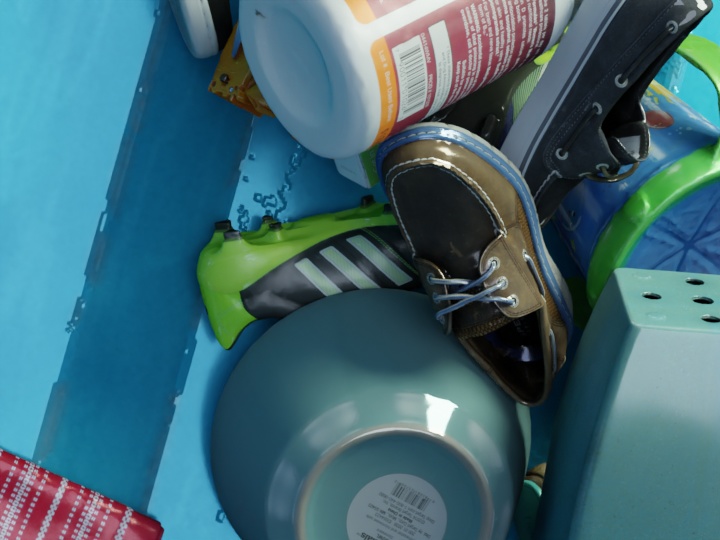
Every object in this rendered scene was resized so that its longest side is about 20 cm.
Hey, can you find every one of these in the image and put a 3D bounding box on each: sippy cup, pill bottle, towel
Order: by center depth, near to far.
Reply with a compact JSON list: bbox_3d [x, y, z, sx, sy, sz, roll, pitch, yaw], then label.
[{"bbox_3d":[0.043,-0.147,0.933,0.199,0.109,0.111,-29,99,-27],"label":"pill bottle"},{"bbox_3d":[-0.230,0.178,1.044,0.198,0.022,0.146,26,85,-13],"label":"towel"},{"bbox_3d":[0.167,-0.050,1.064,0.178,0.131,0.139,-43,142,10],"label":"sippy cup"}]

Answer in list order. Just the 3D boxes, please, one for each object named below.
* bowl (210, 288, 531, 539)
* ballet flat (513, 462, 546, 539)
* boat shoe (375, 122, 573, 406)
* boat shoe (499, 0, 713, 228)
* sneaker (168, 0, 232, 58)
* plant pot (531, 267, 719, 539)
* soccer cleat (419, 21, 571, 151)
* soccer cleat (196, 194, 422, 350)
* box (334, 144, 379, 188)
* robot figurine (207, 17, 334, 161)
[{"bbox_3d":[0.013,0.122,1.030,0.198,0.105,0.203,-2,107,-6],"label":"bowl"},{"bbox_3d":[0.144,0.219,1.120,0.072,0.068,0.203,-10,90,-30],"label":"ballet flat"},{"bbox_3d":[0.070,0.001,0.978,0.072,0.073,0.200,-18,135,24],"label":"boat shoe"},{"bbox_3d":[0.132,-0.084,0.968,0.066,0.201,0.070,40,38,18],"label":"boat shoe"},{"bbox_3d":[-0.072,-0.234,1.039,0.111,0.073,0.202,-13,94,-11],"label":"sneaker"},{"bbox_3d":[0.178,0.110,0.981,0.139,0.142,0.202,5,110,0],"label":"plant pot"},{"bbox_3d":[0.091,-0.111,1.040,0.064,0.084,0.201,36,73,15],"label":"soccer cleat"},{"bbox_3d":[0.000,0.000,1.076,0.197,0.068,0.082,-9,105,-7],"label":"soccer cleat"},{"bbox_3d":[0.047,-0.162,1.031,0.199,0.036,0.145,-38,130,-23],"label":"box"},{"bbox_3d":[-0.003,-0.173,1.045,0.144,0.058,0.202,26,91,-45],"label":"robot figurine"}]
